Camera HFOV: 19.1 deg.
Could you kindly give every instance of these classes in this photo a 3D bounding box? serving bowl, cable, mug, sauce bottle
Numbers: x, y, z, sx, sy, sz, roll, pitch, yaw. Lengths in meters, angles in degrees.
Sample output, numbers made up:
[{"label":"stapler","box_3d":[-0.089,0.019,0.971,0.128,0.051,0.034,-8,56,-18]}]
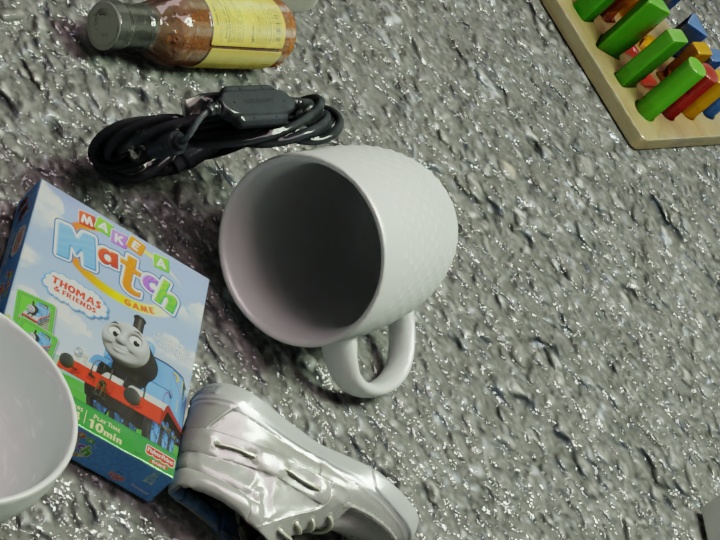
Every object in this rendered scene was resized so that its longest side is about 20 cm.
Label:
[{"label":"serving bowl","box_3d":[-0.277,0.091,1.304,0.200,0.066,0.200,22,31,-14]},{"label":"cable","box_3d":[-0.107,-0.098,1.615,0.200,0.163,0.051,-11,84,-51]},{"label":"mug","box_3d":[0.000,0.000,1.668,0.175,0.147,0.200,-15,98,-60]},{"label":"sauce bottle","box_3d":[-0.139,-0.200,1.758,0.200,0.066,0.066,-2,58,-51]}]

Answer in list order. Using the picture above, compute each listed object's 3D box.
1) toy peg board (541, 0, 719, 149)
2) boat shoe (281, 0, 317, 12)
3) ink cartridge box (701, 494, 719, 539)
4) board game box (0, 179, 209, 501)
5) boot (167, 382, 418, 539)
[{"label":"toy peg board","box_3d":[0.327,-0.240,2.282,0.199,0.098,0.200,-7,62,-50]},{"label":"boat shoe","box_3d":[-0.113,-0.309,1.899,0.200,0.072,0.069,33,36,-7]},{"label":"ink cartridge box","box_3d":[0.386,0.287,1.843,0.146,0.084,0.200,26,40,-30]},{"label":"board game box","box_3d":[-0.187,0.046,1.491,0.151,0.037,0.200,32,37,-22]},{"label":"boot","box_3d":[-0.051,0.169,1.507,0.200,0.074,0.096,34,53,-21]}]
